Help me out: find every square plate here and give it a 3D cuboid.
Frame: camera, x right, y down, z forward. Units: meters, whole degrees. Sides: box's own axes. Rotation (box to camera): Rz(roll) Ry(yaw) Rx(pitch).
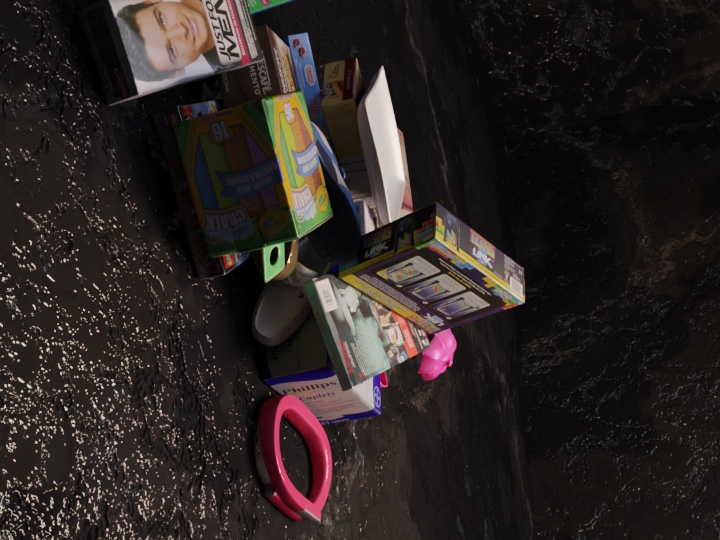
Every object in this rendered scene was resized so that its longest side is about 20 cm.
[{"bbox_3d":[0.032,-0.186,1.292,0.199,0.028,0.203,-73,154,-62],"label":"square plate"}]

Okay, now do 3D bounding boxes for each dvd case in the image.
[{"bbox_3d":[0.014,0.063,1.145,0.199,0.022,0.148,-19,88,-54],"label":"dvd case"}]

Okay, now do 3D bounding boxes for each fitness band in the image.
[{"bbox_3d":[-0.087,0.255,1.154,0.201,0.037,0.146,59,25,-49],"label":"fitness band"}]

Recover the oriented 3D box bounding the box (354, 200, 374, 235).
[{"bbox_3d":[0.000,0.000,1.216,0.041,0.038,0.204,46,37,-59],"label":"box"}]

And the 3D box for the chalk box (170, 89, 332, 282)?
[{"bbox_3d":[-0.115,-0.092,0.992,0.124,0.121,0.204,-46,123,-67],"label":"chalk box"}]

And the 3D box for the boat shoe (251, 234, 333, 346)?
[{"bbox_3d":[-0.081,0.005,1.125,0.202,0.070,0.069,-58,174,-14],"label":"boat shoe"}]

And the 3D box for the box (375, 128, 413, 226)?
[{"bbox_3d":[0.027,-0.166,1.589,0.128,0.107,0.204,17,63,-69],"label":"box"}]

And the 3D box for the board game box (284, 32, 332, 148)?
[{"bbox_3d":[-0.086,-0.248,1.317,0.151,0.036,0.204,-166,-117,-78],"label":"board game box"}]

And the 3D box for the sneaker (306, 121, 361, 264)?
[{"bbox_3d":[-0.049,-0.107,1.085,0.082,0.073,0.203,-50,118,-73],"label":"sneaker"}]

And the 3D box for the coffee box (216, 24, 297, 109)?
[{"bbox_3d":[-0.133,-0.250,1.146,0.200,0.078,0.115,-65,142,-82],"label":"coffee box"}]

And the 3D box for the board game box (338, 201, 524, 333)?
[{"bbox_3d":[0.096,0.004,1.122,0.199,0.164,0.058,32,51,-38],"label":"board game box"}]

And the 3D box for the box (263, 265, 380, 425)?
[{"bbox_3d":[-0.050,0.100,1.235,0.200,0.103,0.187,50,34,-55],"label":"box"}]

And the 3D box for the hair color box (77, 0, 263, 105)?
[{"bbox_3d":[-0.204,-0.258,0.945,0.199,0.060,0.101,-33,112,-47],"label":"hair color box"}]

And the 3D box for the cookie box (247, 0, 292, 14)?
[{"bbox_3d":[-0.142,-0.411,1.091,0.075,0.196,0.174,51,33,-51],"label":"cookie box"}]

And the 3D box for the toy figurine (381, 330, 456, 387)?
[{"bbox_3d":[0.073,0.120,1.458,0.150,0.181,0.204,27,54,-66],"label":"toy figurine"}]

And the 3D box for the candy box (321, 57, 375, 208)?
[{"bbox_3d":[-0.009,-0.208,1.317,0.117,0.054,0.202,-87,164,-46],"label":"candy box"}]

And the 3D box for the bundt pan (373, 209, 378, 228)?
[{"bbox_3d":[-0.032,-0.071,1.417,0.201,0.074,0.206,-10,90,-71],"label":"bundt pan"}]

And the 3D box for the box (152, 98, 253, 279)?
[{"bbox_3d":[-0.183,-0.105,1.054,0.137,0.039,0.204,-44,121,-69],"label":"box"}]

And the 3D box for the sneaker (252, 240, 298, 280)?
[{"bbox_3d":[-0.099,-0.076,1.122,0.090,0.066,0.204,35,43,-60],"label":"sneaker"}]
